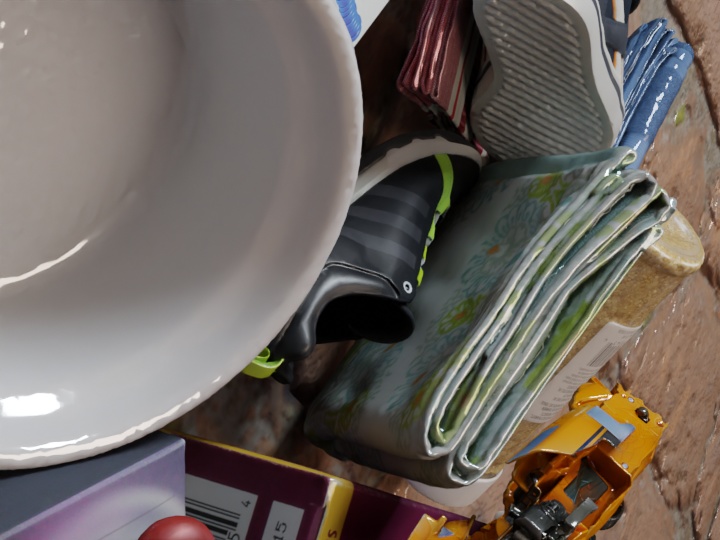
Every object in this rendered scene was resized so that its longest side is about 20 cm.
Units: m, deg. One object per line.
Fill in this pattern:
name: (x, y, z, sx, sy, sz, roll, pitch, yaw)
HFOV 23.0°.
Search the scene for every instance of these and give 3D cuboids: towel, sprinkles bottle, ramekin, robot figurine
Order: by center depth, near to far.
ramekin: (-0.107, -0.043, 0.590, 0.200, 0.098, 0.201, -20, 130, -26)
robot figurine: (0.061, 0.129, 0.800, 0.200, 0.058, 0.145, -31, 157, -50)
towel: (0.052, 0.020, 0.843, 0.048, 0.200, 0.171, 41, 78, -12)
towel: (0.059, -0.139, 0.905, 0.200, 0.023, 0.144, 28, 75, -78)
sprinkles bottle: (0.094, 0.040, 0.940, 0.200, 0.068, 0.068, -50, 160, 27)
towel: (0.127, -0.050, 1.047, 0.200, 0.048, 0.112, -61, -179, -24)

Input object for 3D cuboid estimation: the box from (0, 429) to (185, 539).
box: (-0.163, 0.165, 0.614, 0.200, 0.123, 0.199, -26, 121, -53)

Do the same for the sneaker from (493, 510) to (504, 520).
sneaker: (0.053, 0.220, 1.057, 0.200, 0.070, 0.094, -37, 114, -44)

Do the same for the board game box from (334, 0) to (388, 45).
board game box: (-0.063, -0.151, 0.717, 0.200, 0.056, 0.196, -56, 144, -30)

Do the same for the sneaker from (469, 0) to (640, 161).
sneaker: (0.096, -0.116, 0.859, 0.200, 0.078, 0.080, 80, 24, -68)

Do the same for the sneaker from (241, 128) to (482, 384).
sneaker: (0.000, 0.000, 0.838, 0.200, 0.083, 0.072, -29, 165, -42)

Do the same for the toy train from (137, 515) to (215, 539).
toy train: (-0.010, 0.166, 0.640, 0.200, 0.085, 0.116, 19, 95, -44)

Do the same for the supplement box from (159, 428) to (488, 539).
supplement box: (-0.025, 0.164, 0.856, 0.200, 0.103, 0.131, 27, 77, -59)
